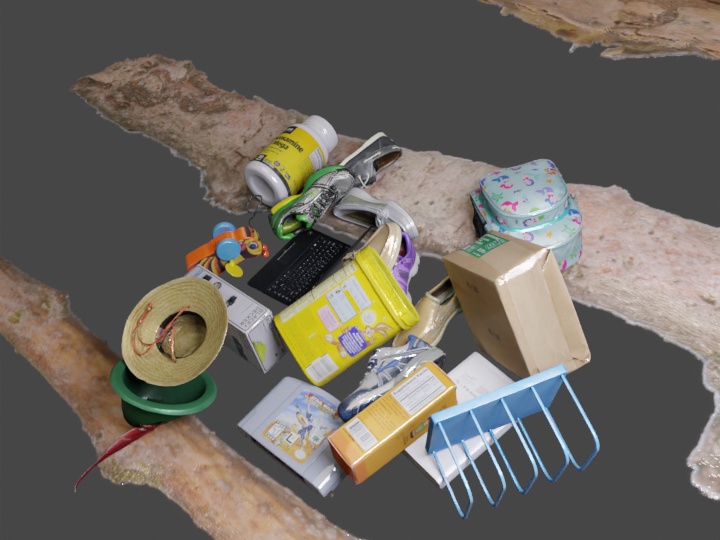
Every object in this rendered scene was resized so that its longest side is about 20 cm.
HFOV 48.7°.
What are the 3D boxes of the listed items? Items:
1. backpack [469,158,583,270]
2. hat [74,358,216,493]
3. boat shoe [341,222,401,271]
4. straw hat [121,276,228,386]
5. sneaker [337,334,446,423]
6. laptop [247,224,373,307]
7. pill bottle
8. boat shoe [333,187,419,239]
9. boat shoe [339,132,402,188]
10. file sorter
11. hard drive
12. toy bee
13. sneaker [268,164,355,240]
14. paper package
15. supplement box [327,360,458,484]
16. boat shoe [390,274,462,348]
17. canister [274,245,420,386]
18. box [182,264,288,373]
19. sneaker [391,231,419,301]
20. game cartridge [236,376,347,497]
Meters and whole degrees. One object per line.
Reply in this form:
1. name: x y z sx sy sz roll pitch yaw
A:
1. backpack: 0.296 -0.088 1.394 0.177 0.151 0.201 -15 51 -1
2. hat: -0.357 0.254 1.331 0.199 0.177 0.166 10 24 -21
3. boat shoe: 0.000 0.000 1.370 0.201 0.065 0.072 -58 33 11
4. straw hat: -0.289 0.112 1.325 0.200 0.085 0.202 -9 63 18
5. sneaker: 0.037 0.168 1.242 0.199 0.077 0.085 -29 54 -28
6. laptop: -0.096 -0.027 1.463 0.199 0.104 0.177 25 58 32
7. pill bottle: -0.141 -0.233 1.660 0.112 0.113 0.200 23 57 32
8. boat shoe: 0.030 -0.099 1.523 0.065 0.075 0.202 -44 48 -17
9. boat shoe: 0.001 -0.201 1.626 0.200 0.072 0.068 -42 72 -18
10. file sorter: 0.207 0.240 1.096 0.199 0.139 0.123 -19 62 -10
11. hard drive: 0.151 0.224 1.218 0.200 0.026 0.132 -36 49 -18
12. toy bee: -0.233 -0.040 1.530 0.199 0.109 0.132 -21 49 30
13. sneaker: -0.087 -0.125 1.546 0.200 0.078 0.085 -39 37 11
14. paper package: 0.232 0.050 1.207 0.103 0.191 0.200 -26 17 -10
15. supplement box: 0.051 0.223 1.177 0.199 0.067 0.069 -32 54 -17
16. boat shoe: 0.118 0.066 1.338 0.071 0.076 0.200 28 62 30
17. canister: -0.025 0.077 1.299 0.200 0.087 0.149 -35 76 9
18. box: -0.226 0.082 1.388 0.200 0.117 0.060 29 60 33
19. sneaker: 0.051 0.013 1.402 0.080 0.084 0.201 1 49 15
20. game cartridge: -0.085 0.251 1.250 0.199 0.042 0.133 28 64 34
